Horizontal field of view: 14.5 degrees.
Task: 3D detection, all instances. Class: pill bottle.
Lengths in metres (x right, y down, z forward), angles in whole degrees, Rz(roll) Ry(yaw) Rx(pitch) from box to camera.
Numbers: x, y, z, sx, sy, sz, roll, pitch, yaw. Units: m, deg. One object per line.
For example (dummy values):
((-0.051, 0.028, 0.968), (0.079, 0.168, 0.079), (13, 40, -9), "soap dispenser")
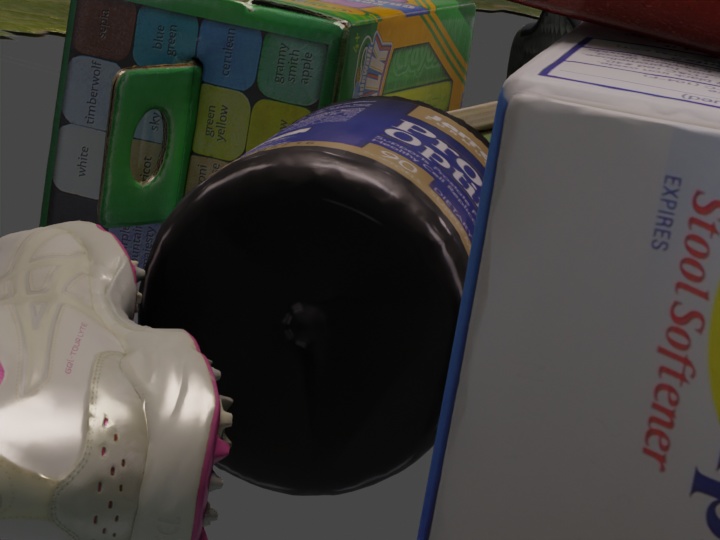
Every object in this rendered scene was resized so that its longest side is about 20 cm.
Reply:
((0.000, 0.000, 0.970), (0.111, 0.112, 0.200), (12, 13, 8), "pill bottle")

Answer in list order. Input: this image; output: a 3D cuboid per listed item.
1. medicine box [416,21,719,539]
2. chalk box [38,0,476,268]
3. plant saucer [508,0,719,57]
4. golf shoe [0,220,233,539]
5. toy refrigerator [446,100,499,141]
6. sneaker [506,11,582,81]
((0.083, 0.036, 0.715), (0.103, 0.183, 0.200), (12, 12, 10), "medicine box")
((-0.048, -0.058, 1.163), (0.123, 0.125, 0.200), (14, 14, 19), "chalk box")
((0.135, -0.072, 0.731), (0.199, 0.037, 0.200), (19, 15, 30), "plant saucer")
((-0.105, 0.030, 0.850), (0.091, 0.076, 0.200), (2, 14, -21), "golf shoe")
((0.119, -0.039, 1.127), (0.199, 0.076, 0.070), (-11, -8, 4), "toy refrigerator")
((0.130, -0.054, 0.993), (0.146, 0.077, 0.202), (6, 7, -2), "sneaker")
